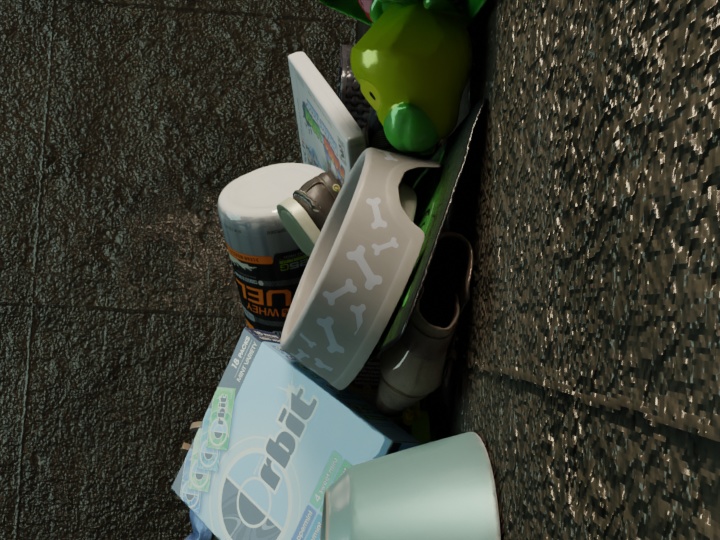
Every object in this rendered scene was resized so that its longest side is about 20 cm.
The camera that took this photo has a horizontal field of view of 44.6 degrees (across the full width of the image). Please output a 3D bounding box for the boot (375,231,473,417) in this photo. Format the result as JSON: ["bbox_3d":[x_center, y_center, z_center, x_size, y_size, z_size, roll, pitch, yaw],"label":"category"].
[{"bbox_3d":[0.053,0.021,0.715,0.146,0.070,0.200,111,170,-49],"label":"boot"}]

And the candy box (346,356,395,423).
[{"bbox_3d":[-0.003,0.177,0.810,0.115,0.055,0.201,126,148,-78],"label":"candy box"}]

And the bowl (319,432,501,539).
[{"bbox_3d":[0.025,0.208,0.595,0.201,0.105,0.202,-176,90,-86],"label":"bowl"}]

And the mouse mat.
[{"bbox_3d":[0.040,-0.022,0.680,0.161,0.008,0.201,133,158,-68],"label":"mouse mat"}]

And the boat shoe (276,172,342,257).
[{"bbox_3d":[0.000,0.000,0.841,0.201,0.061,0.072,56,163,-25],"label":"boat shoe"}]

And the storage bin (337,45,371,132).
[{"bbox_3d":[0.014,-0.167,1.097,0.135,0.093,0.201,-93,6,-62],"label":"storage bin"}]

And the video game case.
[{"bbox_3d":[-0.030,-0.111,0.942,0.200,0.024,0.182,-121,19,-48],"label":"video game case"}]

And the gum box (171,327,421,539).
[{"bbox_3d":[-0.063,0.170,0.757,0.200,0.044,0.170,30,99,39],"label":"gum box"}]

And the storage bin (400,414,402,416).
[{"bbox_3d":[-0.013,0.210,0.929,0.094,0.135,0.201,-169,83,-86],"label":"storage bin"}]

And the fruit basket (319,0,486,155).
[{"bbox_3d":[0.029,-0.203,0.693,0.216,0.155,0.216,-157,90,-87],"label":"fruit basket"}]

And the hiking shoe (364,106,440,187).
[{"bbox_3d":[0.049,-0.076,0.849,0.101,0.075,0.201,-106,9,-54],"label":"hiking shoe"}]

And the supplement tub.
[{"bbox_3d":[-0.072,-0.001,0.931,0.123,0.122,0.201,-92,-7,-59],"label":"supplement tub"}]

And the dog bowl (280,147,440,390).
[{"bbox_3d":[-0.005,-0.008,0.704,0.200,0.059,0.201,-156,90,-82],"label":"dog bowl"}]

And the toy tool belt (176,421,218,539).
[{"bbox_3d":[-0.141,0.217,0.891,0.125,0.122,0.201,-134,48,-84],"label":"toy tool belt"}]

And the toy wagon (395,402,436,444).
[{"bbox_3d":[0.046,0.198,0.785,0.155,0.039,0.201,-94,9,-61],"label":"toy wagon"}]
